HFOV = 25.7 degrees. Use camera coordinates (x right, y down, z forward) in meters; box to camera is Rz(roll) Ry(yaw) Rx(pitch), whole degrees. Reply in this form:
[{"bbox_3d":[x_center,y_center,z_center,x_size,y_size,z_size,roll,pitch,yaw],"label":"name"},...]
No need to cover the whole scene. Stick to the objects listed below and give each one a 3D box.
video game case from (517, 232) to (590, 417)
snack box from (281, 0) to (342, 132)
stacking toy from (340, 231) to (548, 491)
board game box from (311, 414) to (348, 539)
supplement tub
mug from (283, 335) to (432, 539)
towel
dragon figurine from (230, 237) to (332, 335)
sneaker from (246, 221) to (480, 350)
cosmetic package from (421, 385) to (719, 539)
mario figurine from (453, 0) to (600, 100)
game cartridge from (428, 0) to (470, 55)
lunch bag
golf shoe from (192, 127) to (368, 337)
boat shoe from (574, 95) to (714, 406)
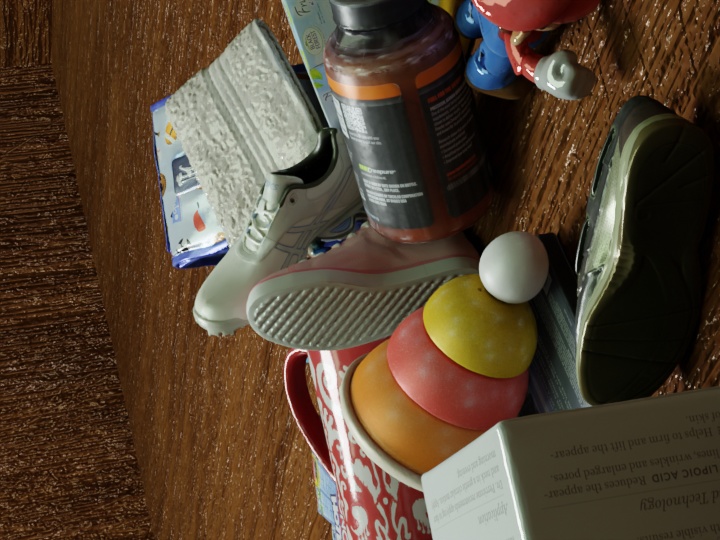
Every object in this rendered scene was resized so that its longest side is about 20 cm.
[{"bbox_3d":[0.138,0.092,1.170,0.201,0.019,0.144,101,156,-49],"label":"video game case"},{"bbox_3d":[-0.017,-0.189,1.358,0.200,0.067,0.170,68,-178,-59],"label":"snack box"},{"bbox_3d":[0.085,0.053,1.152,0.201,0.145,0.147,-60,36,33],"label":"stacking toy"},{"bbox_3d":[0.011,0.257,1.584,0.200,0.061,0.202,-164,68,-73],"label":"board game box"},{"bbox_3d":[0.034,-0.128,1.193,0.107,0.106,0.201,-124,15,-56],"label":"supplement tub"},{"bbox_3d":[0.021,0.133,1.398,0.177,0.132,0.202,-172,71,-72],"label":"mug"},{"bbox_3d":[-0.096,-0.113,1.430,0.132,0.034,0.201,-38,66,21],"label":"towel"},{"bbox_3d":[-0.022,0.007,1.361,0.099,0.199,0.060,6,106,38],"label":"dragon figurine"},{"bbox_3d":[0.000,0.000,1.292,0.105,0.198,0.076,-107,12,-48],"label":"sneaker"},{"bbox_3d":[0.149,0.190,0.923,0.165,0.163,0.202,130,131,-68],"label":"cosmetic package"},{"bbox_3d":[0.123,-0.176,1.058,0.123,0.106,0.200,45,171,1],"label":"mario figurine"},{"bbox_3d":[0.050,-0.245,1.297,0.201,0.032,0.178,104,153,-54],"label":"game cartridge"},{"bbox_3d":[-0.099,-0.098,1.523,0.124,0.198,0.172,47,-146,-78],"label":"lunch bag"},{"bbox_3d":[-0.072,-0.038,1.299,0.078,0.200,0.098,29,157,40],"label":"golf shoe"},{"bbox_3d":[0.167,-0.010,0.959,0.066,0.071,0.203,-106,17,-56],"label":"boat shoe"}]
